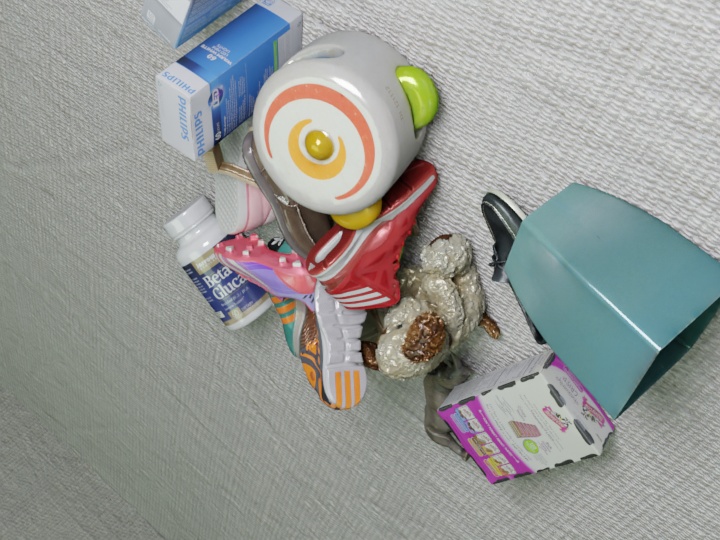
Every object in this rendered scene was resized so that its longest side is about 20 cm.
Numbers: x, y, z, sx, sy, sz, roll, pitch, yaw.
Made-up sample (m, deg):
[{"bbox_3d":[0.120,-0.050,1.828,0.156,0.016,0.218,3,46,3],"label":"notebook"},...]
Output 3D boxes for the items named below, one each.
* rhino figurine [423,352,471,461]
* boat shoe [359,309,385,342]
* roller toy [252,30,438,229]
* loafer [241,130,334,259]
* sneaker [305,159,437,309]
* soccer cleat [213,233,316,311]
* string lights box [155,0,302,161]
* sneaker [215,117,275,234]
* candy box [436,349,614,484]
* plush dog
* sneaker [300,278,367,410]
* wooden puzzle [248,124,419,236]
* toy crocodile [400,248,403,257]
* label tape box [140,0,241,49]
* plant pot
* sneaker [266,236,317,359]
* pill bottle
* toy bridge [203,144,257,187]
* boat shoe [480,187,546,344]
[{"bbox_3d":[0.129,0.188,1.538,0.086,0.060,0.202,25,141,27],"label":"rhino figurine"},{"bbox_3d":[0.012,0.037,1.499,0.072,0.065,0.203,-25,86,38],"label":"boat shoe"},{"bbox_3d":[-0.026,-0.164,1.208,0.181,0.140,0.201,32,128,5],"label":"roller toy"},{"bbox_3d":[-0.074,-0.092,1.329,0.070,0.074,0.201,-15,125,27],"label":"loafer"},{"bbox_3d":[0.033,-0.036,1.305,0.116,0.199,0.078,51,178,-35],"label":"sneaker"},{"bbox_3d":[-0.128,0.002,1.439,0.198,0.066,0.078,13,120,40],"label":"soccer cleat"},{"bbox_3d":[-0.153,-0.233,1.274,0.059,0.200,0.104,33,146,20],"label":"string lights box"},{"bbox_3d":[-0.148,-0.156,1.492,0.075,0.104,0.204,16,108,43],"label":"sneaker"},{"bbox_3d":[0.216,0.196,1.405,0.199,0.061,0.137,-27,104,46],"label":"candy box"},{"bbox_3d":[0.083,0.073,1.355,0.161,0.172,0.200,48,148,-4],"label":"plush dog"},{"bbox_3d":[-0.042,0.076,1.369,0.112,0.076,0.204,170,103,-67],"label":"sneaker"},{"bbox_3d":[-0.031,-0.118,1.367,0.196,0.038,0.187,-1,129,21],"label":"wooden puzzle"},{"bbox_3d":[0.000,0.000,1.395,0.067,0.062,0.200,27,136,-14],"label":"toy crocodile"},{"bbox_3d":[-0.163,-0.359,1.198,0.066,0.143,0.200,44,149,2],"label":"label tape box"},{"bbox_3d":[0.258,0.017,1.120,0.200,0.140,0.142,44,150,22],"label":"plant pot"},{"bbox_3d":[-0.096,0.035,1.528,0.079,0.071,0.203,26,134,29],"label":"sneaker"},{"bbox_3d":[-0.223,-0.015,1.689,0.201,0.111,0.110,54,148,-12],"label":"pill bottle"},{"bbox_3d":[-0.107,-0.139,1.405,0.196,0.027,0.068,0,129,14],"label":"toy bridge"},{"bbox_3d":[0.185,0.001,1.241,0.201,0.066,0.074,58,167,-22],"label":"boat shoe"}]
